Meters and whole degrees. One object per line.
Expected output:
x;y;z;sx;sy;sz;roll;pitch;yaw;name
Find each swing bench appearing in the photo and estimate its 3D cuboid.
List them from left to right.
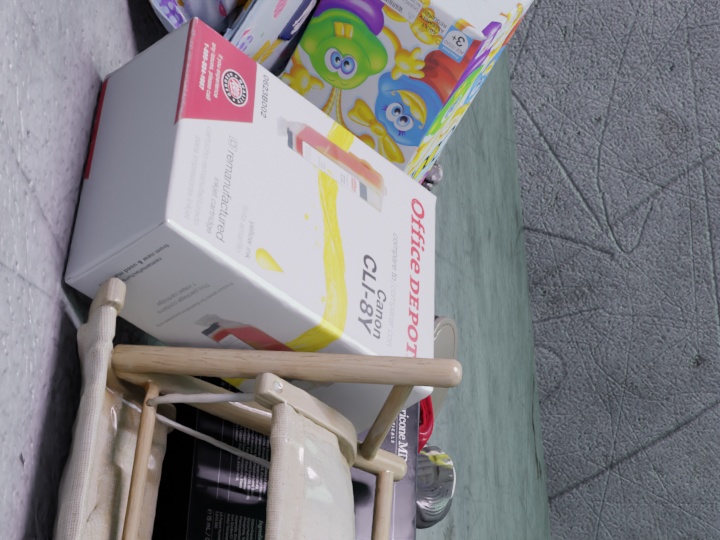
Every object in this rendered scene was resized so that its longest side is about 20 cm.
-0.062;0.137;0.963;0.130;0.198;0.200;115;-16;-53;swing bench

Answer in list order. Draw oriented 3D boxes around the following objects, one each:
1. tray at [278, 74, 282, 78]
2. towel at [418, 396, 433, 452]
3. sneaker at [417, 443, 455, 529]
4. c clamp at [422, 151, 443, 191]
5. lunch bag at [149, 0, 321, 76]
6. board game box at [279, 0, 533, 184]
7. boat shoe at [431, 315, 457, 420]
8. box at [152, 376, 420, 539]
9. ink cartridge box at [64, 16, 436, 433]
-0.041;-0.218;1.363;0.022;0.106;0.202;54;34;-86;tray
0.001;0.119;1.278;0.145;0.022;0.201;-96;-157;-46;towel
0.008;0.163;1.405;0.200;0.074;0.086;21;-71;62;sneaker
0.043;-0.057;1.582;0.200;0.027;0.172;161;-50;-83;c clamp
-0.066;-0.219;1.178;0.170;0.126;0.202;6;88;-79;lunch bag
0.015;-0.123;1.239;0.103;0.105;0.201;-47;170;-51;board game box
0.014;0.120;1.496;0.072;0.062;0.202;3;111;-58;boat shoe
-0.044;0.157;1.094;0.079;0.140;0.202;130;-32;-55;box
-0.051;-0.018;1.048;0.199;0.083;0.146;35;43;-34;ink cartridge box
